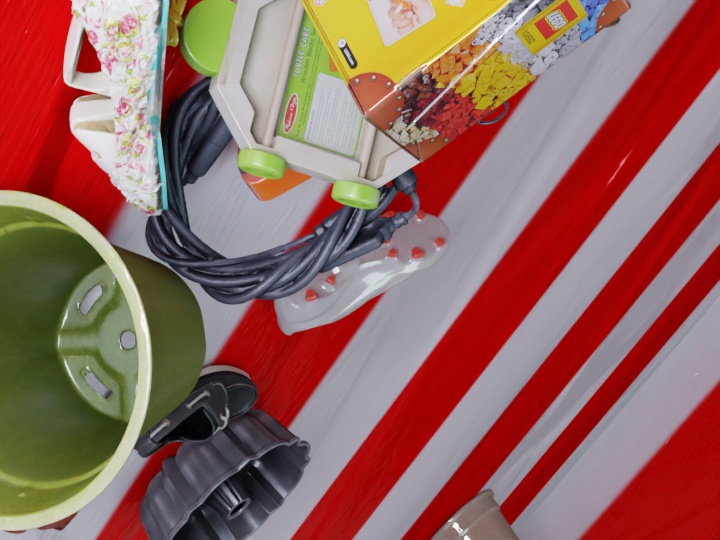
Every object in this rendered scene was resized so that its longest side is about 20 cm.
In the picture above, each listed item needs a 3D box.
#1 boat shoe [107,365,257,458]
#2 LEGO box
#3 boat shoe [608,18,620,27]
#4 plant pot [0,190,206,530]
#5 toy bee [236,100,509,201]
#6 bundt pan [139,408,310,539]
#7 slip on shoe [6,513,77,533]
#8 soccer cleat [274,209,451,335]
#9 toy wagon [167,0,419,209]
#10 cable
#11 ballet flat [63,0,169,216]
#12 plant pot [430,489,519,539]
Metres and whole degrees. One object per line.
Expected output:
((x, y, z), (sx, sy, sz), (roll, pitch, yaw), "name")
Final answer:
((-0.156, 0.135, 1.152), (0.072, 0.068, 0.199), (-54, 158, 18), "boat shoe")
((0.035, -0.192, 0.701), (0.148, 0.202, 0.077), (-34, 153, 16), "LEGO box")
((0.145, -0.236, 1.048), (0.198, 0.072, 0.069), (-16, 112, -37), "boat shoe")
((-0.192, 0.051, 0.825), (0.201, 0.200, 0.190), (-49, 170, 11), "plant pot")
((-0.004, -0.130, 0.941), (0.197, 0.110, 0.131), (-10, 156, -14), "toy bee")
((-0.150, 0.224, 1.300), (0.201, 0.076, 0.203), (-37, 157, -18), "bundt pan")
((-0.282, 0.185, 1.003), (0.062, 0.073, 0.200), (-62, 163, -4), "slip on shoe")
((0.000, 0.000, 1.197), (0.198, 0.070, 0.078), (-25, 156, -26), "soccer cleat")
((-0.039, -0.135, 0.811), (0.039, 0.197, 0.158), (174, -69, -69), "toy wagon")
((-0.064, -0.067, 0.861), (0.197, 0.165, 0.051), (-22, -160, 1), "cable")
((-0.150, -0.112, 0.758), (0.063, 0.076, 0.202), (-4, 140, -12), "ballet flat")
((0.253, 0.579, 2.471), (0.199, 0.184, 0.201), (-36, 156, -18), "plant pot")
